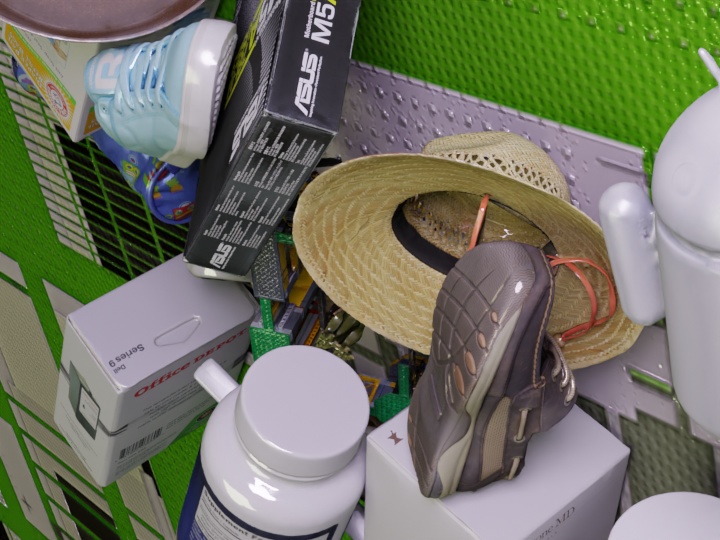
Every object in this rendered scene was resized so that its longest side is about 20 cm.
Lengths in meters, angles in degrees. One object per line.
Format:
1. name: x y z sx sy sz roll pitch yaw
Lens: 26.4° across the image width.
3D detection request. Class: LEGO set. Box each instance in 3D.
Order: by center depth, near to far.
1. LEGO set: 0.000 0.000 1.017 0.152 0.116 0.201 5 131 22

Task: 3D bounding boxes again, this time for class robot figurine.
1. robot figurine: 0.186 -0.002 0.663 0.168 0.113 0.202 4 125 25

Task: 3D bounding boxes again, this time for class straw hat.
1. straw hat: 0.069 -0.030 0.852 0.199 0.086 0.202 15 147 10

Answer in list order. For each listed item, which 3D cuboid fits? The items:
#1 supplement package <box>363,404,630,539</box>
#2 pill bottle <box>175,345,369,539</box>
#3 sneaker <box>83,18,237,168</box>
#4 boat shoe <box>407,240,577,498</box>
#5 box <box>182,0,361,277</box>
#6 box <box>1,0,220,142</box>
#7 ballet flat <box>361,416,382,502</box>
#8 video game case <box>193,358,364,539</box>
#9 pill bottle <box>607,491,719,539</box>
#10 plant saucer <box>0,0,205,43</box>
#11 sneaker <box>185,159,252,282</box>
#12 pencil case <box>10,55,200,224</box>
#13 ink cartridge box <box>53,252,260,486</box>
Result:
1. supplement package: 0.082 0.173 0.999 0.120 0.121 0.201 40 148 31
2. pill bottle: -0.055 0.139 1.007 0.111 0.111 0.201 47 144 21
3. sneaker: -0.127 -0.107 0.927 0.200 0.081 0.075 144 138 -71
4. boat shoe: 0.078 0.053 0.839 0.201 0.073 0.075 107 156 -52
5. box: -0.045 -0.121 0.871 0.047 0.195 0.200 17 155 -12
6. box: -0.170 -0.194 1.058 0.102 0.112 0.200 53 153 9
7. ballet flat: -0.015 0.122 1.154 0.200 0.072 0.068 39 103 39
8. video game case: -0.041 0.155 1.191 0.200 0.023 0.182 44 175 11
9. pill bottle: 0.185 0.230 0.895 0.116 0.115 0.201 36 144 36
10. plant saucer: -0.168 -0.224 0.938 0.201 0.199 0.032 54 160 9
11. sneaker: -0.087 -0.049 1.130 0.200 0.072 0.113 -167 85 -83
12. pencil case: -0.187 -0.123 1.193 0.200 0.078 0.087 42 173 27
13. ink cartridge box: -0.176 0.081 1.310 0.084 0.145 0.200 51 151 16
